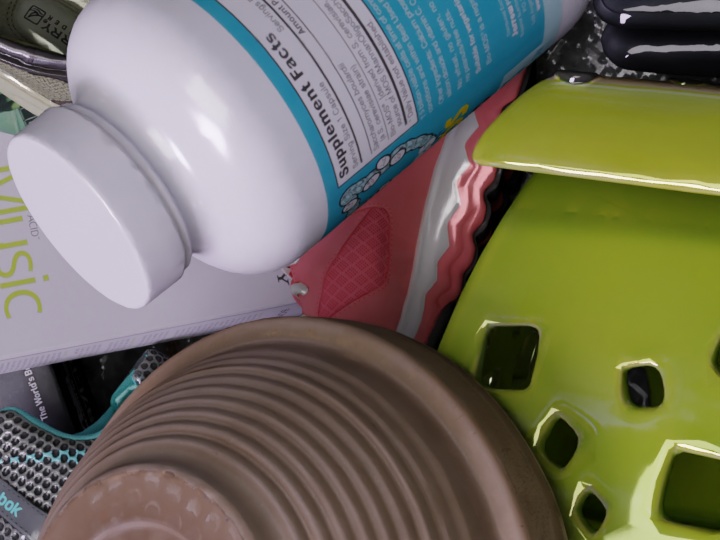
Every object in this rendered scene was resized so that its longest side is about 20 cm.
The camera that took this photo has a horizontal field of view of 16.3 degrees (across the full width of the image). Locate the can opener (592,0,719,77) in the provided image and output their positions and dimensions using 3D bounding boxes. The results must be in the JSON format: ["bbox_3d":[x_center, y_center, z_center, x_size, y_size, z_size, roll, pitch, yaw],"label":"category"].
[{"bbox_3d":[0.180,-0.090,0.865,0.198,0.079,0.064,-6,142,16],"label":"can opener"}]

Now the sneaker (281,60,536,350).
[{"bbox_3d":[0.000,0.000,0.923,0.086,0.074,0.201,17,73,12],"label":"sneaker"}]

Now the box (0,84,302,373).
[{"bbox_3d":[-0.126,-0.037,0.937,0.198,0.036,0.146,-11,82,-17],"label":"box"}]

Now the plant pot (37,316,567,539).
[{"bbox_3d":[-0.039,0.113,0.771,0.200,0.092,0.203,-4,83,35],"label":"plant pot"}]

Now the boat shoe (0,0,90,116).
[{"bbox_3d":[-0.157,-0.121,0.895,0.200,0.066,0.072,31,69,-6],"label":"boat shoe"}]

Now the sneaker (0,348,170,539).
[{"bbox_3d":[-0.056,0.071,0.940,0.078,0.199,0.092,-22,81,65],"label":"sneaker"}]

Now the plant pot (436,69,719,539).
[{"bbox_3d":[0.134,0.029,0.847,0.197,0.200,0.183,8,96,20],"label":"plant pot"}]

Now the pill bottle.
[{"bbox_3d":[-0.022,-0.075,0.847,0.200,0.111,0.111,-40,83,-22],"label":"pill bottle"}]

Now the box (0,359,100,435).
[{"bbox_3d":[-0.189,0.069,0.999,0.163,0.086,0.201,-19,93,1],"label":"box"}]
